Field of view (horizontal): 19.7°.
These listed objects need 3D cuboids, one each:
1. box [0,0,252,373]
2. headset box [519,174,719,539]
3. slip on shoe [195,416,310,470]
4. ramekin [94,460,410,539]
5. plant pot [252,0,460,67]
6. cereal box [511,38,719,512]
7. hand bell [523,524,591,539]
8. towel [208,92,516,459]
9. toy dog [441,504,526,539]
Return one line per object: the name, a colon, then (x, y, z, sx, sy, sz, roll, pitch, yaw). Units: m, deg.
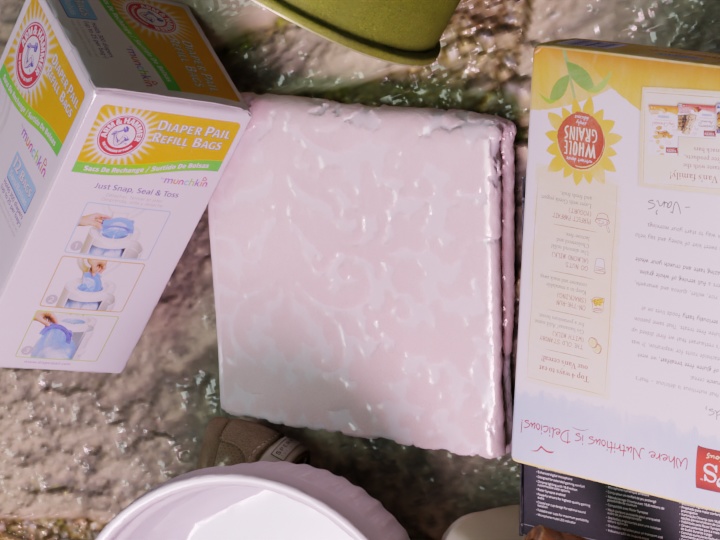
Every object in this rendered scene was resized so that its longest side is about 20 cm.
box: (-0.161, -0.052, 1.187, 0.200, 0.101, 0.113, -60, 42, 30)
headset box: (0.172, 0.038, 0.994, 0.174, 0.093, 0.200, 7, 105, 35)
slip on shoe: (-0.090, 0.180, 1.227, 0.061, 0.076, 0.200, 24, 112, 14)
ramekin: (-0.052, 0.197, 1.127, 0.200, 0.105, 0.200, 2, 98, 13)
plant pot: (0.003, -0.234, 1.003, 0.200, 0.200, 0.193, 41, 110, 21)
cereal box: (0.140, 0.003, 0.926, 0.144, 0.040, 0.200, 12, 107, 34)
hand bell: (0.157, 0.178, 0.973, 0.200, 0.104, 0.104, 33, 126, -15)
towel: (0.000, 0.000, 1.148, 0.200, 0.032, 0.191, 8, 107, 35)
toy dog: (0.094, 0.234, 1.076, 0.194, 0.139, 0.200, 9, 107, 46)
